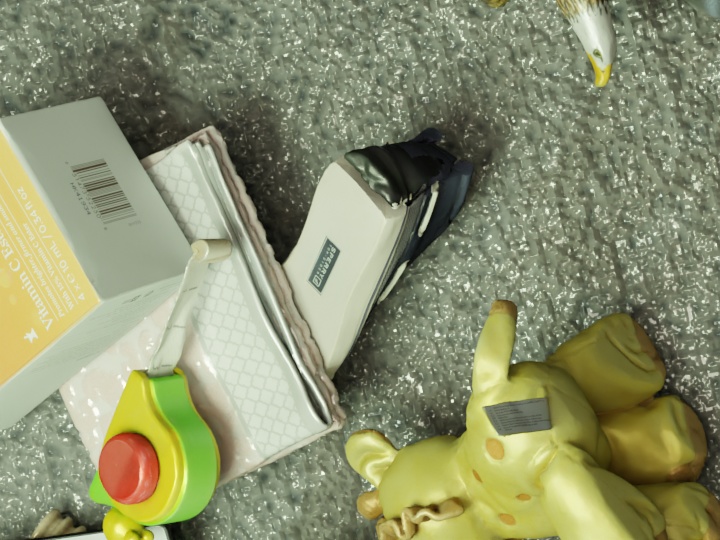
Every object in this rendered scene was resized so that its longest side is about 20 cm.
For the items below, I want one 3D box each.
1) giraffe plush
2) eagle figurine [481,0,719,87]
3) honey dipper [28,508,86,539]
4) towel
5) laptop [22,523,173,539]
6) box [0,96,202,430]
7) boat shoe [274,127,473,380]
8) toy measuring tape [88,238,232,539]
[{"bbox_3d":[0.086,0.125,1.387,0.162,0.200,0.173,-36,53,36],"label":"giraffe plush"},{"bbox_3d":[0.143,-0.178,1.352,0.199,0.152,0.151,-6,130,29],"label":"eagle figurine"},{"bbox_3d":[-0.117,0.215,1.494,0.200,0.038,0.038,31,100,7],"label":"honey dipper"},{"bbox_3d":[-0.119,0.038,1.452,0.191,0.032,0.201,-27,86,36],"label":"towel"},{"bbox_3d":[-0.199,0.271,1.454,0.199,0.116,0.188,-9,108,16],"label":"laptop"},{"bbox_3d":[-0.212,0.007,1.428,0.200,0.097,0.125,-38,80,34],"label":"box"},{"bbox_3d":[0.000,0.000,1.435,0.075,0.093,0.200,49,134,18],"label":"boat shoe"},{"bbox_3d":[-0.102,0.081,1.394,0.073,0.074,0.201,27,111,10],"label":"toy measuring tape"}]
